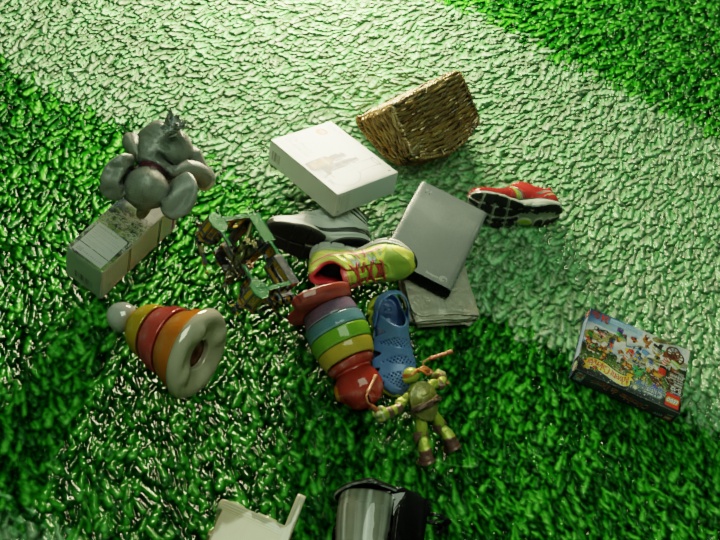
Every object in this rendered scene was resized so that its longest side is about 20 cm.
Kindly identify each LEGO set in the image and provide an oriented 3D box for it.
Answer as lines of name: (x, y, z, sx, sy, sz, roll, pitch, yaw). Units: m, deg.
LEGO set: (-0.203, 0.002, 1.639, 0.201, 0.116, 0.153, 52, 34, 7)

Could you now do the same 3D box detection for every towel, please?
towel: (0.132, 0.012, 1.777, 0.130, 0.035, 0.203, -1, 56, -16)

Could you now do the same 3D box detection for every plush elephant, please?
plush elephant: (-0.331, -0.152, 1.599, 0.163, 0.200, 0.157, 26, 71, -3)

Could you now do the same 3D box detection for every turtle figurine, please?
turtle figurine: (0.108, 0.217, 1.583, 0.198, 0.064, 0.164, -24, 93, -39)

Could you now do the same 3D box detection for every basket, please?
basket: (0.118, -0.285, 1.953, 0.199, 0.148, 0.145, -31, 102, -29)

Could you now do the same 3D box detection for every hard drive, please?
hard drive: (0.132, -0.057, 1.784, 0.138, 0.033, 0.201, 26, 54, 4)

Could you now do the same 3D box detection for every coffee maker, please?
coffee maker: (0.041, 0.425, 1.418, 0.189, 0.135, 0.203, 13, 55, -6)

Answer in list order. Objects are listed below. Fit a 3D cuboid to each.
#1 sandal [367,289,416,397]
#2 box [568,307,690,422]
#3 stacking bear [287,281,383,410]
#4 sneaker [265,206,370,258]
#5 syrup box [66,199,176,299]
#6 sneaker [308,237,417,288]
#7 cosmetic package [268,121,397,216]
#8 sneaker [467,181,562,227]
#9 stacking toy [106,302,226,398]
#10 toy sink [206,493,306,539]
sandal: (0.054, 0.114, 1.657, 0.078, 0.087, 0.203, -1, 59, -17)
box: (0.480, 0.167, 1.759, 0.197, 0.038, 0.138, 23, 54, 1)
stacking bear: (-0.028, 0.132, 1.616, 0.112, 0.122, 0.202, -20, 73, -17)
sneaker: (-0.078, -0.086, 1.775, 0.197, 0.076, 0.117, 9, 46, -18)
syrup box: (-0.397, -0.057, 1.657, 0.078, 0.082, 0.200, 34, 53, 8)
sneaker: (0.000, 0.000, 1.690, 0.196, 0.079, 0.091, -3, 30, 16)
cosmetic package: (-0.052, -0.191, 1.812, 0.149, 0.052, 0.199, -22, 49, -38)
sneaker: (0.290, -0.134, 1.900, 0.196, 0.078, 0.086, 6, 44, -19)
stacking toy: (-0.324, 0.100, 1.561, 0.197, 0.147, 0.147, 22, 53, 20)
toy sink: (-0.168, 0.403, 1.383, 0.110, 0.131, 0.202, 22, 55, 2)
